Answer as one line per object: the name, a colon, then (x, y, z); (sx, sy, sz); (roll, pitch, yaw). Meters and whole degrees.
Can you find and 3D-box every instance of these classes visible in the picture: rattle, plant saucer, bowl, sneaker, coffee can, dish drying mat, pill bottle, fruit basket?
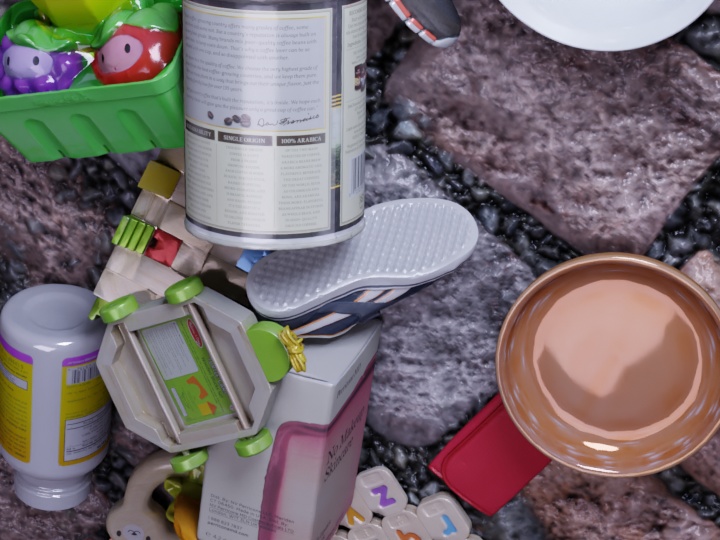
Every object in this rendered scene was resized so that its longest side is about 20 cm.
rattle: (-0.192, 0.262, 1.832); (0.200, 0.143, 0.130); (-28, 131, 22)
plant saucer: (0.212, 0.076, 1.624); (0.199, 0.037, 0.201); (4, 113, 9)
bowl: (0.182, -0.269, 1.422); (0.200, 0.090, 0.202); (9, 121, 15)
sneaker: (0.000, 0.000, 1.630); (0.199, 0.079, 0.079); (-16, 155, -10)
coffee can: (-0.067, -0.132, 1.522); (0.146, 0.146, 0.201); (6, 108, 16)
dish drying mat: (0.143, 0.137, 1.710); (0.077, 0.018, 0.200); (38, 123, -5)
pill bottle: (-0.280, 0.120, 1.798); (0.104, 0.104, 0.201); (14, 122, 11)
fruit basket: (-0.224, -0.202, 1.581); (0.215, 0.156, 0.216); (10, 138, 9)
sneaker: (0.036, -0.260, 1.491); (0.082, 0.077, 0.200); (-30, 116, 11)

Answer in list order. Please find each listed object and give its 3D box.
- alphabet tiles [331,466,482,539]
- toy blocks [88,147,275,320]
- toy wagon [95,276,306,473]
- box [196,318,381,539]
alphabet tiles: (0.025, 0.273, 1.831); (0.200, 0.015, 0.196); (-24, 108, 29)
toy blocks: (-0.130, -0.018, 1.659); (0.136, 0.100, 0.201); (27, 96, 4)
toy wagon: (-0.123, 0.081, 1.608); (0.199, 0.040, 0.156); (-16, 106, 30)
box: (-0.062, 0.139, 1.710); (0.109, 0.128, 0.201); (17, 120, 13)
